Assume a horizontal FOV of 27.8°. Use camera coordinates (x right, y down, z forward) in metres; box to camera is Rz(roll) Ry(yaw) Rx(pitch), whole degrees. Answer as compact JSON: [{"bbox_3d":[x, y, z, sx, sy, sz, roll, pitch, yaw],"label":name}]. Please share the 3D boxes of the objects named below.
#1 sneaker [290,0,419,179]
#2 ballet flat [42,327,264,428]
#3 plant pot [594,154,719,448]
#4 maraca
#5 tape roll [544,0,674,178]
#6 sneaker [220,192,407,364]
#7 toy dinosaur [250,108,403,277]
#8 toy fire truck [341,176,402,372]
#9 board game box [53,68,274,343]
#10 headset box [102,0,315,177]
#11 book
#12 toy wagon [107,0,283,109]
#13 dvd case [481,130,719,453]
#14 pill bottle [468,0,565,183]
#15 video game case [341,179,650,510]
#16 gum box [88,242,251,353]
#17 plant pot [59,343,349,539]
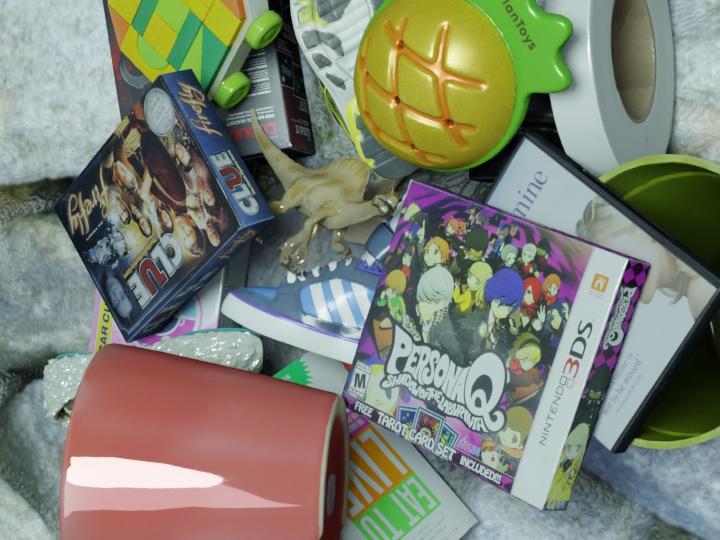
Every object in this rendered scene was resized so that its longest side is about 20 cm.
[{"bbox_3d":[-0.013,-0.165,1.135,0.074,0.085,0.200,-25,114,-12],"label":"sneaker"},{"bbox_3d":[-0.169,0.097,1.185,0.200,0.072,0.072,-10,88,18],"label":"ballet flat"},{"bbox_3d":[0.265,0.026,1.060,0.200,0.193,0.201,-4,84,41],"label":"plant pot"},{"bbox_3d":[0.069,-0.146,1.031,0.137,0.107,0.200,55,138,-2],"label":"maraca"},{"bbox_3d":[0.190,-0.161,1.091,0.037,0.203,0.203,-1,90,28],"label":"tape roll"},{"bbox_3d":[0.000,0.000,1.161,0.200,0.081,0.147,17,87,18],"label":"sneaker"},{"bbox_3d":[-0.039,-0.053,1.130,0.101,0.058,0.200,-51,44,-9],"label":"toy dinosaur"},{"bbox_3d":[0.034,-0.020,1.212,0.200,0.049,0.141,-38,81,13],"label":"toy fire truck"},{"bbox_3d":[-0.160,-0.046,1.146,0.200,0.035,0.136,-41,75,44],"label":"board game box"},{"bbox_3d":[-0.129,-0.166,1.240,0.149,0.077,0.200,-9,87,15],"label":"headset box"},{"bbox_3d":[-0.012,0.168,1.189,0.200,0.134,0.048,48,135,9],"label":"book"},{"bbox_3d":[-0.129,-0.226,1.135,0.155,0.040,0.200,45,134,10],"label":"toy wagon"},{"bbox_3d":[0.149,0.011,1.023,0.200,0.018,0.143,44,115,35],"label":"dvd case"},{"bbox_3d":[0.132,-0.170,1.152,0.112,0.112,0.200,3,92,15],"label":"pill bottle"},{"bbox_3d":[0.089,0.048,1.033,0.200,0.036,0.181,24,99,40],"label":"video game case"},{"bbox_3d":[-0.165,0.037,1.256,0.113,0.066,0.200,8,93,14],"label":"gum box"},{"bbox_3d":[-0.104,0.157,1.059,0.177,0.200,0.201,2,91,6],"label":"plant pot"}]
